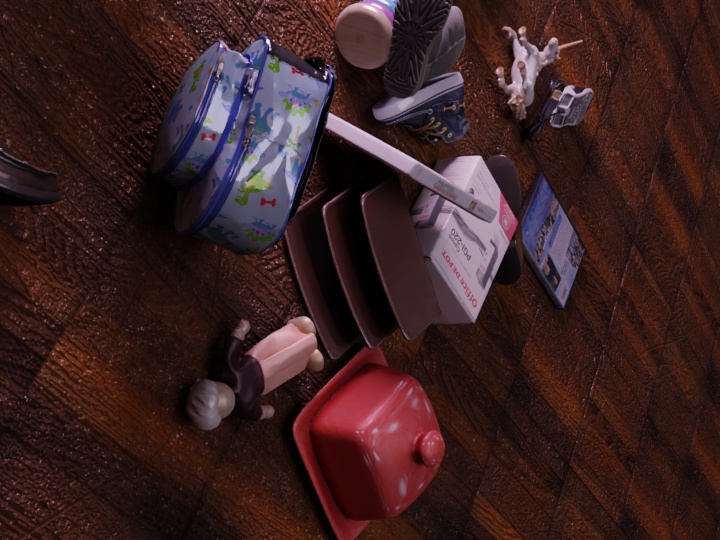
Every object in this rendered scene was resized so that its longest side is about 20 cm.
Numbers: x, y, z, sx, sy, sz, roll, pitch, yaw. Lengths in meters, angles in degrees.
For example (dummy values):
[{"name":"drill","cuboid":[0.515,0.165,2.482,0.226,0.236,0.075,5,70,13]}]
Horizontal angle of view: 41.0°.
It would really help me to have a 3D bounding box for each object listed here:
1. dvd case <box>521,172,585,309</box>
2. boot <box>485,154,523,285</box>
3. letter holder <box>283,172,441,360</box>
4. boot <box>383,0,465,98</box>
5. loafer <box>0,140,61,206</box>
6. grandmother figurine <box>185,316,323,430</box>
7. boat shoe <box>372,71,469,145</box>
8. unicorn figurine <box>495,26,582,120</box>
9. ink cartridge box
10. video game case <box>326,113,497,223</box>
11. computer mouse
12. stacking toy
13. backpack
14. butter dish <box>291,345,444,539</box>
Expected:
[{"name":"dvd case","cuboid":[0.330,-0.050,1.672,0.200,0.017,0.144,52,51,-35]},{"name":"boot","cuboid":[0.225,-0.084,1.522,0.075,0.073,0.203,-33,119,-66]},{"name":"letter holder","cuboid":[0.000,0.000,1.208,0.142,0.100,0.202,-38,117,-42]},{"name":"boot","cuboid":[0.102,-0.320,1.263,0.200,0.072,0.183,-38,156,-55]},{"name":"loafer","cuboid":[-0.339,-0.109,0.820,0.199,0.072,0.072,25,72,-47]},{"name":"grandmother figurine","cuboid":[-0.122,0.116,1.089,0.200,0.060,0.122,-33,105,-49]},{"name":"boat shoe","cuboid":[0.094,-0.214,1.351,0.200,0.070,0.092,-32,111,-48]},{"name":"unicorn figurine","cuboid":[0.276,-0.339,1.588,0.137,0.073,0.202,40,73,-52]},{"name":"ink cartridge box","cuboid":[0.136,-0.043,1.386,0.146,0.084,0.201,53,53,-34]},{"name":"video game case","cuboid":[0.054,-0.132,1.213,0.181,0.199,0.023,23,99,-47]},{"name":"computer mouse","cuboid":[0.346,-0.283,1.670,0.199,0.044,0.111,-21,137,-56]},{"name":"stacking toy","cuboid":[0.043,-0.347,1.301,0.200,0.085,0.086,-50,125,-48]},{"name":"backpack","cuboid":[-0.133,-0.125,0.997,0.146,0.183,0.202,18,77,-24]},{"name":"butter dish","cuboid":[0.039,0.218,1.208,0.199,0.147,0.202,-42,119,-43]}]
